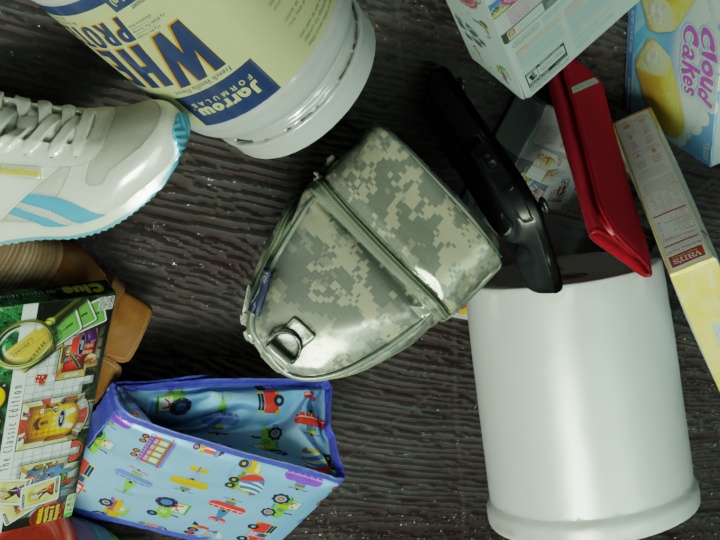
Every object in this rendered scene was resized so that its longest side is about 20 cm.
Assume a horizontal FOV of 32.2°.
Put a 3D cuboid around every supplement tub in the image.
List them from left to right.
[{"bbox_3d":[-0.096,-0.171,0.756,0.145,0.145,0.200,-47,133,4],"label":"supplement tub"}]

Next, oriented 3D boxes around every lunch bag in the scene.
[{"bbox_3d":[-0.137,0.149,0.970,0.200,0.094,0.151,10,141,-27],"label":"lunch bag"},{"bbox_3d":[0.000,0.000,0.896,0.139,0.200,0.168,44,92,1],"label":"lunch bag"}]

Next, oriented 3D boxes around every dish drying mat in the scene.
[{"bbox_3d":[0.181,-0.089,0.958,0.018,0.200,0.077,-34,133,30],"label":"dish drying mat"}]

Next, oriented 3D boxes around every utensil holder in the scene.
[{"bbox_3d":[0.174,0.096,0.995,0.170,0.170,0.200,-12,99,-25],"label":"utensil holder"}]

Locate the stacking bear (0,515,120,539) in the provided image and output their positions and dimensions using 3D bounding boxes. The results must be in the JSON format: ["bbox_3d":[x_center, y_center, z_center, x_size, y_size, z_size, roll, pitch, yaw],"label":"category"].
[{"bbox_3d":[-0.223,0.266,1.007,0.114,0.121,0.200,-61,146,-16],"label":"stacking bear"}]

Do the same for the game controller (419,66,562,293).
[{"bbox_3d":[0.097,-0.068,0.915,0.042,0.200,0.104,-31,131,6],"label":"game controller"}]

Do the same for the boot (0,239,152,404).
[{"bbox_3d":[-0.254,0.064,0.879,0.200,0.077,0.155,-54,137,1],"label":"boot"}]

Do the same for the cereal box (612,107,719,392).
[{"bbox_3d":[0.259,-0.018,0.991,0.039,0.200,0.144,-23,128,14],"label":"cereal box"}]

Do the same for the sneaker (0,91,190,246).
[{"bbox_3d":[-0.197,-0.068,0.757,0.200,0.077,0.081,-12,135,22],"label":"sneaker"}]

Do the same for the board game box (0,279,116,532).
[{"bbox_3d":[-0.233,0.099,0.852,0.105,0.023,0.200,-6,126,-35],"label":"board game box"}]

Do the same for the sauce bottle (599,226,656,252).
[{"bbox_3d":[0.198,0.050,1.098,0.066,0.066,0.200,9,116,-36],"label":"sauce bottle"}]

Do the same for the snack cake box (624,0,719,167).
[{"bbox_3d":[0.275,-0.199,0.994,0.067,0.115,0.200,-21,129,-19],"label":"snack cake box"}]

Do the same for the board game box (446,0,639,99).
[{"bbox_3d":[0.121,-0.227,0.821,0.148,0.064,0.200,-42,148,-3],"label":"board game box"}]

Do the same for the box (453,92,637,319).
[{"bbox_3d":[0.155,-0.045,1.075,0.156,0.041,0.200,10,113,-38],"label":"box"}]
